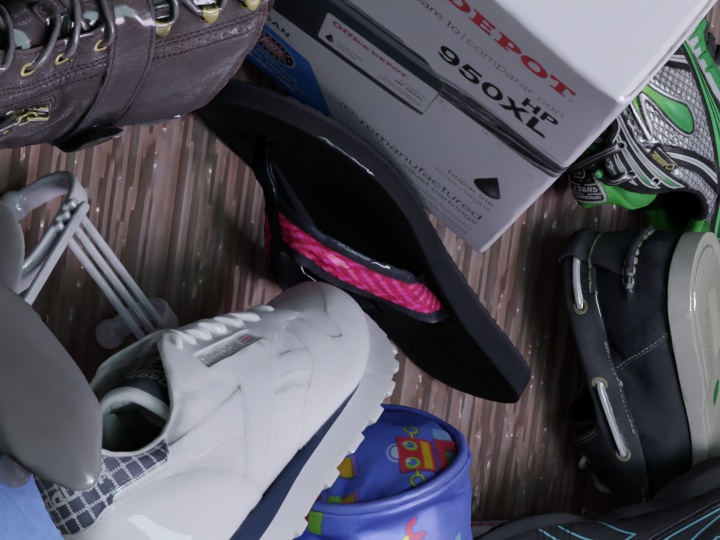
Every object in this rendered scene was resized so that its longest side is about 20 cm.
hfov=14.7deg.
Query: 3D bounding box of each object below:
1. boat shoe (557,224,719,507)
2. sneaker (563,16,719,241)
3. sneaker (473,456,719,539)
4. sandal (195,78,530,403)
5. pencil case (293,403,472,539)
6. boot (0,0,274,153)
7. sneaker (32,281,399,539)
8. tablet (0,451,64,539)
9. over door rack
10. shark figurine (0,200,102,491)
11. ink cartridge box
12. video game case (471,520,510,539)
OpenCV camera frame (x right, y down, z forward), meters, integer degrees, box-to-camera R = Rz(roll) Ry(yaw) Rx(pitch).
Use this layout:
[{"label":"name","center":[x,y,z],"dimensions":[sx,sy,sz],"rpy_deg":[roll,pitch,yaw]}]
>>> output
[{"label":"boat shoe","center":[0.124,0.068,1.198],"dimensions":[0.072,0.067,0.201],"rpy_deg":[-65,151,-52]},{"label":"sneaker","center":[0.106,-0.072,1.136],"dimensions":[0.200,0.078,0.086],"rpy_deg":[38,77,-37]},{"label":"sneaker","center":[0.106,0.134,1.121],"dimensions":[0.199,0.079,0.076],"rpy_deg":[-22,125,-14]},{"label":"sandal","center":[0.000,0.000,1.071],"dimensions":[0.045,0.075,0.200],"rpy_deg":[-55,129,-20]},{"label":"pencil case","center":[0.002,0.152,1.053],"dimensions":[0.086,0.078,0.201],"rpy_deg":[-10,112,-18]},{"label":"boot","center":[-0.106,-0.083,0.912],"dimensions":[0.173,0.200,0.070],"rpy_deg":[-19,76,-23]},{"label":"sneaker","center":[-0.048,0.046,0.966],"dimensions":[0.081,0.076,0.200],"rpy_deg":[48,28,-10]},{"label":"tablet","center":[-0.138,0.144,1.033],"dimensions":[0.130,0.014,0.200],"rpy_deg":[-49,124,-19]},{"label":"over door rack","center":[-0.108,0.084,0.975],"dimensions":[0.148,0.066,0.201],"rpy_deg":[55,33,-32]},{"label":"shark figurine","center":[-0.186,0.008,0.881],"dimensions":[0.090,0.213,0.129],"rpy_deg":[80,10,-53]},{"label":"ink cartridge box","center":[0.035,-0.103,0.968],"dimensions":[0.144,0.200,0.084],"rpy_deg":[40,72,0]},{"label":"video game case","center":[0.013,0.203,1.150],"dimensions":[0.182,0.023,0.201],"rpy_deg":[3,98,-43]}]
